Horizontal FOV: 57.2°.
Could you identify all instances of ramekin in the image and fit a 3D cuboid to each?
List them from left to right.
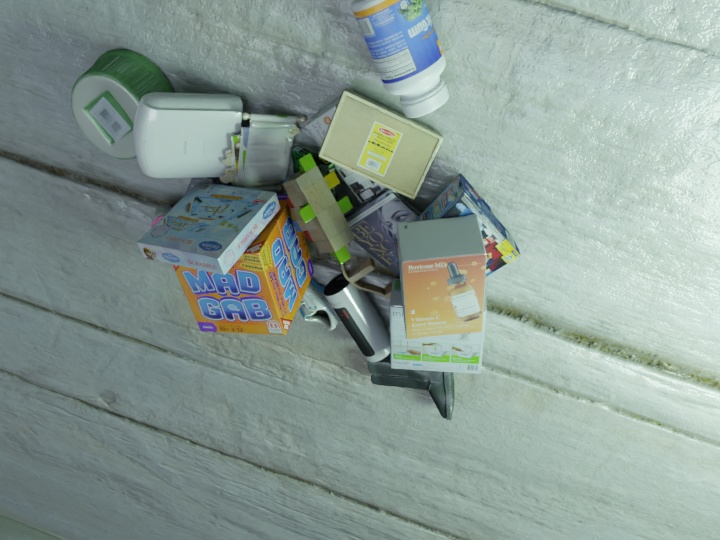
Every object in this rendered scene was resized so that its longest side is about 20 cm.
[{"bbox_3d":[-0.471,-0.321,1.309,0.195,0.098,0.204,10,129,13],"label":"ramekin"}]

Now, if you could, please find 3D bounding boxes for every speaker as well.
[{"bbox_3d":[-0.002,0.103,1.466,0.080,0.082,0.202,-16,119,30],"label":"speaker"}]

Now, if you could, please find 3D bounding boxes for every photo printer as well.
[{"bbox_3d":[-0.330,-0.256,1.260,0.195,0.070,0.168,-4,136,-23],"label":"photo printer"}]

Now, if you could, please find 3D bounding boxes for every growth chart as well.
[{"bbox_3d":[-0.196,-0.224,1.288,0.141,0.018,0.202,3,136,-23],"label":"growth chart"}]

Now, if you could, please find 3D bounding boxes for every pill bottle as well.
[{"bbox_3d":[0.072,-0.357,1.064,0.110,0.113,0.202,-13,121,28],"label":"pill bottle"}]

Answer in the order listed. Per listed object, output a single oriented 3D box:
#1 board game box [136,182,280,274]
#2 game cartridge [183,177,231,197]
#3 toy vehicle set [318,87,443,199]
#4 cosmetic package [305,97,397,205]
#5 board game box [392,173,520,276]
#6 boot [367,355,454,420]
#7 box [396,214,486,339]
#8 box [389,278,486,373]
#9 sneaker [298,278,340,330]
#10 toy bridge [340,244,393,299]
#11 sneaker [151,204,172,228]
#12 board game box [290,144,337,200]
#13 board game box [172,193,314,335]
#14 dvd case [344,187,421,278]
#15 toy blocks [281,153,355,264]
[{"bbox_3d":[-0.283,-0.085,1.244,0.196,0.201,0.042,10,135,27],"label":"board game box"},{"bbox_3d":[-0.287,-0.126,1.432,0.198,0.039,0.130,35,126,-7],"label":"game cartridge"},{"bbox_3d":[0.035,-0.225,1.187,0.196,0.027,0.126,23,112,-11],"label":"toy vehicle set"},{"bbox_3d":[-0.011,-0.217,1.243,0.082,0.051,0.201,-25,114,33],"label":"cosmetic package"},{"bbox_3d":[0.170,-0.053,1.266,0.198,0.063,0.199,-32,127,25],"label":"board game box"},{"bbox_3d":[0.120,0.270,1.552,0.195,0.066,0.168,2,118,16],"label":"boot"},{"bbox_3d":[0.147,0.015,1.212,0.148,0.108,0.203,-6,133,3],"label":"box"},{"bbox_3d":[0.160,0.118,1.385,0.195,0.098,0.180,2,127,8],"label":"box"},{"bbox_3d":[-0.124,0.063,1.478,0.197,0.087,0.076,30,133,-1],"label":"sneaker"},{"bbox_3d":[0.000,0.000,1.377,0.066,0.028,0.199,-31,129,24],"label":"toy bridge"},{"bbox_3d":[-0.390,-0.079,1.482,0.080,0.089,0.201,-30,135,6],"label":"sneaker"},{"bbox_3d":[-0.087,-0.142,1.317,0.104,0.023,0.203,30,140,33],"label":"board game box"},{"bbox_3d":[-0.232,-0.015,1.344,0.195,0.202,0.203,1,129,18],"label":"board game box"},{"bbox_3d":[0.069,-0.069,1.313,0.147,0.016,0.199,-29,127,35],"label":"dvd case"},{"bbox_3d":[-0.092,-0.112,1.263,0.203,0.099,0.136,61,157,-14],"label":"toy blocks"}]
